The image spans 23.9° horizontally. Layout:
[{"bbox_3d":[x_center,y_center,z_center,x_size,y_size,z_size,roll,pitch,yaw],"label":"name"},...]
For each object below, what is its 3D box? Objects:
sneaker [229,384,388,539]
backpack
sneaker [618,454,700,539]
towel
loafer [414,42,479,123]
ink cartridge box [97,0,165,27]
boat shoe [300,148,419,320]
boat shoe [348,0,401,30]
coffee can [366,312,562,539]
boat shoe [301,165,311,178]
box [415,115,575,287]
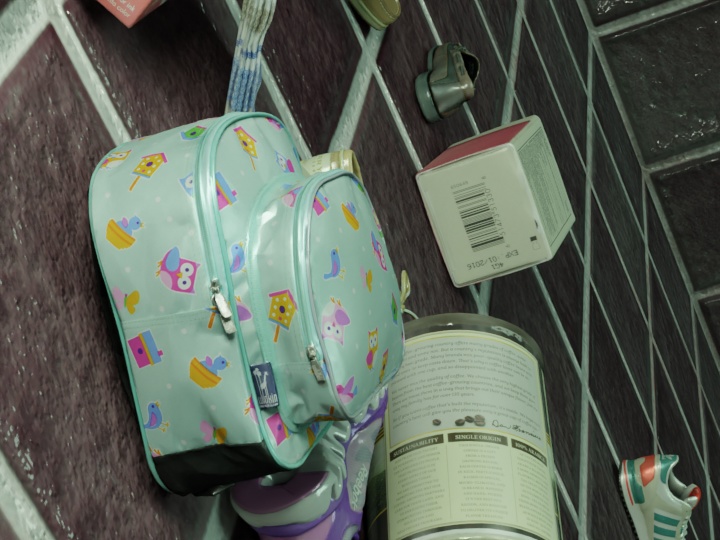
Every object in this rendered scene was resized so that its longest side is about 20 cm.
[{"bbox_3d":[-0.025,0.135,1.117,0.200,0.080,0.089,-61,138,-61],"label":"sneaker"},{"bbox_3d":[-0.067,0.007,0.978,0.200,0.153,0.176,68,21,-6],"label":"backpack"},{"bbox_3d":[0.408,0.328,2.225,0.070,0.093,0.200,-62,131,-67],"label":"sneaker"},{"bbox_3d":[-0.071,-0.186,1.191,0.147,0.024,0.200,-88,-171,-50],"label":"towel"},{"bbox_3d":[0.109,-0.211,1.879,0.200,0.063,0.072,-63,133,-66],"label":"loafer"},{"bbox_3d":[-0.093,-0.255,1.057,0.067,0.200,0.117,40,24,-6],"label":"ink cartridge box"},{"bbox_3d":[0.000,0.000,1.335,0.073,0.063,0.200,-78,147,-59],"label":"boat shoe"},{"bbox_3d":[0.001,-0.324,1.651,0.074,0.066,0.200,-85,152,-51],"label":"boat shoe"},{"bbox_3d":[0.074,0.154,1.274,0.146,0.146,0.200,55,24,-44],"label":"coffee can"},{"bbox_3d":[-0.032,-0.001,1.153,0.201,0.072,0.061,-118,-168,-49],"label":"boat shoe"},{"bbox_3d":[0.144,-0.075,1.779,0.200,0.109,0.128,-43,114,-72],"label":"box"}]
